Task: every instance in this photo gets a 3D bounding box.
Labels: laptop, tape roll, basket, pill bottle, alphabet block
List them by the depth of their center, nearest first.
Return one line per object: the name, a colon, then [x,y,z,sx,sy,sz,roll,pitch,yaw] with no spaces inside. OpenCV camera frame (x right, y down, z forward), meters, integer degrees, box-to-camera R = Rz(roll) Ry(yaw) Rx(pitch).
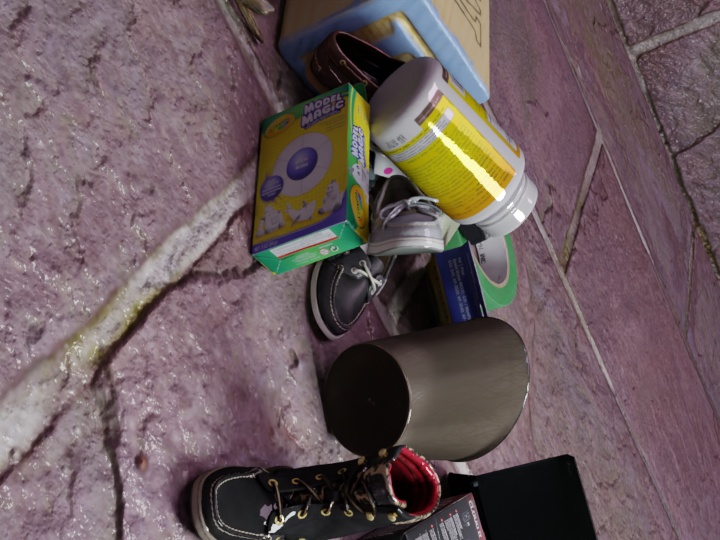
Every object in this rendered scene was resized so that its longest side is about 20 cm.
basket: [0.064,0.133,1.162,0.198,0.181,0.136,2,38,-52]
pill bottle: [0.102,-0.127,1.184,0.200,0.109,0.110,41,38,-26]
laptop: [0.184,0.303,1.223,0.200,0.102,0.180,130,-54,-78]
alphabet block: [0.034,-0.305,1.319,0.197,0.193,0.203,48,37,-42]
tape roll: [0.157,-0.042,1.545,0.200,0.048,0.203,40,41,-47]

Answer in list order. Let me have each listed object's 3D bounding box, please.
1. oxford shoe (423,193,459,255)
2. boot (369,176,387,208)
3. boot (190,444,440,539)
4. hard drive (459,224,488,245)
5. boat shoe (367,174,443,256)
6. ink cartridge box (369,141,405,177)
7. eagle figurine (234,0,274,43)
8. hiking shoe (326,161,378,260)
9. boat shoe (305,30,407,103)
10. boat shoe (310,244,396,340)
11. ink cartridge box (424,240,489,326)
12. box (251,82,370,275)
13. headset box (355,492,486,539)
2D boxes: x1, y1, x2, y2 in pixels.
oxford shoe: [0.087,-0.060,1.319,0.057,0.076,0.200,31,6,10]
boot: [0.063,-0.089,1.367,0.200,0.075,0.075,40,38,-49]
boot: [-0.034,0.191,0.925,0.199,0.149,0.074,28,50,-54]
hard drive: [0.147,-0.144,1.503,0.141,0.033,0.201,57,30,-19]
boat shoe: [0.043,-0.054,1.092,0.202,0.073,0.066,-86,173,-80]
ink cartridge box: [0.058,-0.142,1.271,0.197,0.037,0.096,15,41,-30]
eagle figurine: [-0.090,-0.378,1.177,0.150,0.201,0.152,36,-15,12]
hiking shoe: [-0.032,-0.088,1.201,0.087,0.074,0.201,50,23,-26]
boat shoe: [0.037,-0.201,1.228,0.197,0.070,0.071,22,50,-21]
boat shoe: [0.000,0.000,1.206,0.075,0.060,0.201,60,29,-21]
ink cartridge box: [0.126,0.076,1.328,0.200,0.046,0.201,77,-1,-84]
box: [-0.048,-0.105,1.119,0.048,0.116,0.203,43,38,-44]
headset box: [0.077,0.326,1.137,0.199,0.074,0.151,-6,80,-63]
